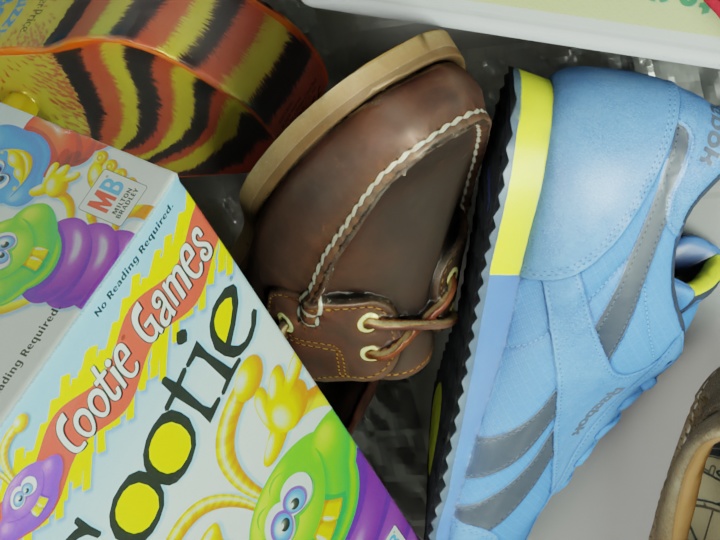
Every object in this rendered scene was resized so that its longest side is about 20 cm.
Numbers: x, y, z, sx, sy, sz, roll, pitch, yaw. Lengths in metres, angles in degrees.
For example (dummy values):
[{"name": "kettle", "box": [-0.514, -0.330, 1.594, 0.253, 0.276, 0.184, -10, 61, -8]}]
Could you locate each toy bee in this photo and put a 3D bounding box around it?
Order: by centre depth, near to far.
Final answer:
[{"name": "toy bee", "box": [-0.113, -0.057, 0.839, 0.200, 0.131, 0.109, -27, 121, 26]}]

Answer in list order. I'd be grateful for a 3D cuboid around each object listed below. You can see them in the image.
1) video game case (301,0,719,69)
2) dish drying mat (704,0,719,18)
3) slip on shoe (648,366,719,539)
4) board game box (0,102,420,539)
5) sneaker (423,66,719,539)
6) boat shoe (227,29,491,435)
[{"name": "video game case", "box": [0.082, -0.146, 0.709, 0.199, 0.022, 0.183, 11, 104, 24]}, {"name": "dish drying mat", "box": [0.067, -0.148, 0.693, 0.077, 0.018, 0.200, -43, 80, 25]}, {"name": "slip on shoe", "box": [0.113, 0.119, 0.825, 0.076, 0.061, 0.201, 19, 118, 22]}, {"name": "board game box", "box": [-0.078, 0.052, 0.765, 0.103, 0.105, 0.200, 22, 158, 33]}, {"name": "sneaker", "box": [0.063, 0.029, 0.817, 0.078, 0.066, 0.200, 8, 128, -6]}, {"name": "boat shoe", "box": [0.000, 0.000, 0.808, 0.070, 0.070, 0.200, 58, 157, 12]}]
